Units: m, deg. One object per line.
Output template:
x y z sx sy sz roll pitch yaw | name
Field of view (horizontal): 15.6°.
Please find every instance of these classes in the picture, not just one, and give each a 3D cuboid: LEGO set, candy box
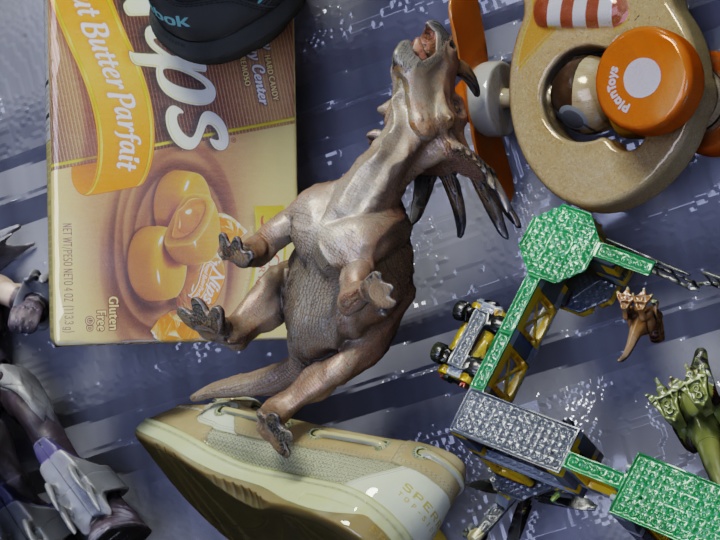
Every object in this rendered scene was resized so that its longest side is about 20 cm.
0.141 0.068 1.156 0.200 0.116 0.154 12 72 29 | LEGO set
-0.089 -0.065 1.233 0.115 0.055 0.200 -1 89 -9 | candy box

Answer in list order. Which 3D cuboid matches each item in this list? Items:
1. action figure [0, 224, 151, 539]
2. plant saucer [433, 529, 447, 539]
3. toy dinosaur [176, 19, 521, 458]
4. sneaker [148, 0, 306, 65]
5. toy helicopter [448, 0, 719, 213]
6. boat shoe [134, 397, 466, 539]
-0.179 0.063 1.286 0.130 0.069 0.200 -42 73 21 | action figure
-0.017 0.222 1.232 0.200 0.048 0.200 -38 77 16 | plant saucer
0.000 0.000 1.169 0.086 0.136 0.200 41 131 14 | toy dinosaur
-0.015 -0.173 1.171 0.200 0.079 0.075 -43 61 -10 | sneaker
0.086 -0.117 1.193 0.132 0.079 0.200 -31 68 27 | toy helicopter
-0.030 0.092 1.205 0.063 0.073 0.201 -47 28 -20 | boat shoe
